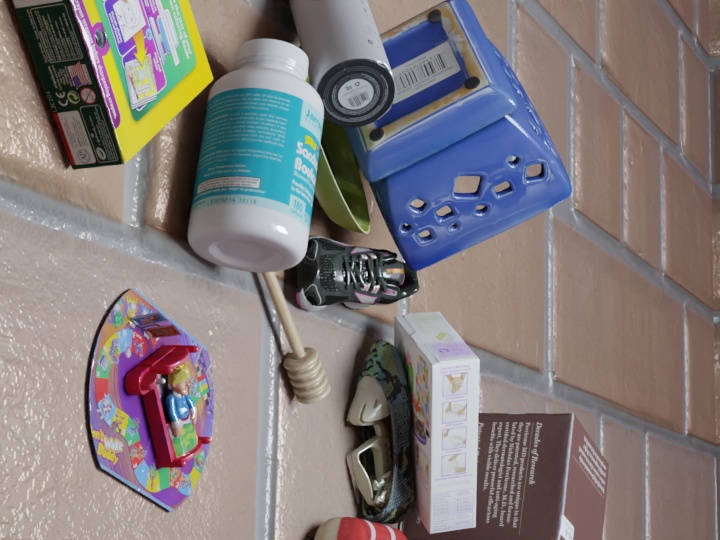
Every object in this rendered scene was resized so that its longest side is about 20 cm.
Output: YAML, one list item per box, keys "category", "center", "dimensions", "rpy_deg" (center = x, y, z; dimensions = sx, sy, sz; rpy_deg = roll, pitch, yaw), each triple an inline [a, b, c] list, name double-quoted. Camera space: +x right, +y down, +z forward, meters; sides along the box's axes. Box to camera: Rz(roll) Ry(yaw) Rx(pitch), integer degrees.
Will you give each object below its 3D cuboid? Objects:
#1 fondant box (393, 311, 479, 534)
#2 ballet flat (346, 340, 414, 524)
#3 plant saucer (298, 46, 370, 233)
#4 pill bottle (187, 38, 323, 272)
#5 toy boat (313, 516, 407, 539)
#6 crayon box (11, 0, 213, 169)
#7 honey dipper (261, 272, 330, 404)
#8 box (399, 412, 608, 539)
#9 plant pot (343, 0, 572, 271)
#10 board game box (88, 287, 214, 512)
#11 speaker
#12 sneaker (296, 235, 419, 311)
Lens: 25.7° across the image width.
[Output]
- category: "fondant box"
  center: [0.081, 0.165, 1.731]
  dimensions: [0.144, 0.058, 0.201]
  rpy_deg: [-128, -146, -65]
- category: "ballet flat"
  center: [0.019, 0.179, 1.719]
  dimensions: [0.074, 0.074, 0.202]
  rpy_deg: [-8, 90, -65]
- category: "plant saucer"
  center: [-0.039, -0.127, 1.602]
  dimensions: [0.200, 0.031, 0.201]
  rpy_deg: [-20, 90, -81]
- category: "pill bottle"
  center: [-0.093, -0.108, 1.451]
  dimensions: [0.111, 0.110, 0.201]
  rpy_deg: [40, 51, -57]
- category: "toy boat"
  center: [0.030, 0.325, 1.635]
  dimensions: [0.200, 0.130, 0.132]
  rpy_deg: [30, 59, -61]
- category: "crayon box"
  center: [-0.205, -0.211, 1.284]
  dimensions: [0.173, 0.058, 0.201]
  rpy_deg: [-57, 137, -54]
- category: "honey dipper"
  center: [-0.077, 0.041, 1.557]
  dimensions: [0.038, 0.038, 0.201]
  rpy_deg: [-58, 136, -51]
- category: "box"
  center: [0.173, 0.274, 1.873]
  dimensions: [0.166, 0.199, 0.165]
  rpy_deg: [51, 42, -53]
- category: "plant pot"
  center: [0.083, -0.153, 1.662]
  dimensions: [0.180, 0.199, 0.201]
  rpy_deg: [55, 11, -49]
- category: "board game box"
  center: [-0.161, 0.113, 1.354]
  dimensions: [0.200, 0.039, 0.159]
  rpy_deg: [47, 45, -53]
- category: "speaker"
  center: [-0.021, -0.232, 1.570]
  dimensions: [0.201, 0.081, 0.081]
  rpy_deg: [-106, 171, -48]
- category: "sneaker"
  center: [0.000, 0.000, 1.667]
  dimensions: [0.200, 0.086, 0.081]
  rpy_deg: [-2, 87, -65]
